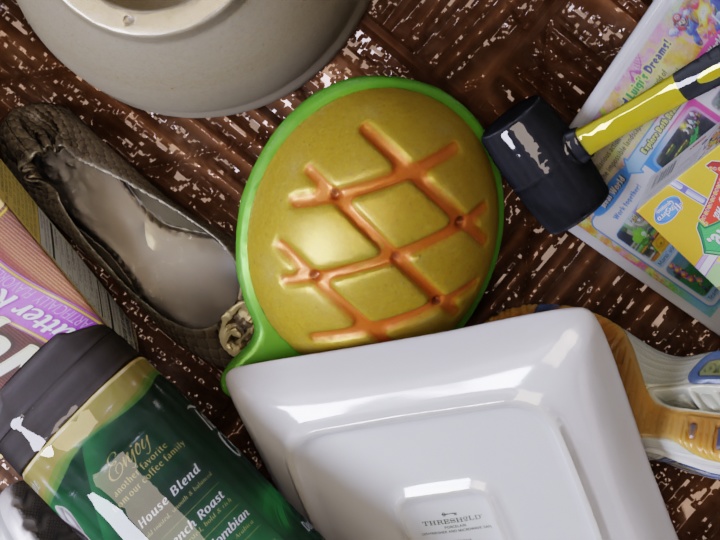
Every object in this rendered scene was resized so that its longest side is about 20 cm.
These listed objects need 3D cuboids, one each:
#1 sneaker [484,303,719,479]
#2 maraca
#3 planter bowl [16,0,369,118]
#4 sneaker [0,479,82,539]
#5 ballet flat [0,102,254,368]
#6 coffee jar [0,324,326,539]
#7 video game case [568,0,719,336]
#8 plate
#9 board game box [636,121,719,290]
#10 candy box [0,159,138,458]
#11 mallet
[{"bbox_3d":[0.148,0.073,1.255,0.199,0.088,0.076,14,77,29],"label":"sneaker"},{"bbox_3d":[0.000,0.000,1.248,0.137,0.107,0.201,12,103,-12],"label":"maraca"},{"bbox_3d":[-0.094,-0.174,1.231,0.199,0.135,0.201,1,96,7],"label":"planter bowl"},{"bbox_3d":[-0.151,0.211,1.313,0.082,0.075,0.200,-33,84,23],"label":"sneaker"},{"bbox_3d":[-0.111,-0.015,1.290,0.200,0.046,0.067,42,99,2],"label":"ballet flat"},{"bbox_3d":[-0.092,0.116,1.212,0.200,0.104,0.085,45,83,2],"label":"coffee jar"},{"bbox_3d":[0.202,-0.056,1.215,0.182,0.024,0.200,35,128,3],"label":"video game case"},{"bbox_3d":[0.050,0.121,1.231,0.199,0.032,0.200,-11,119,22],"label":"plate"},{"bbox_3d":[0.246,-0.044,1.158,0.134,0.034,0.200,42,128,-9],"label":"board game box"},{"bbox_3d":[-0.216,0.000,1.260,0.116,0.057,0.200,-33,116,7],"label":"candy box"},{"bbox_3d":[0.154,-0.077,1.191,0.200,0.041,0.066,-22,108,30],"label":"mallet"}]
